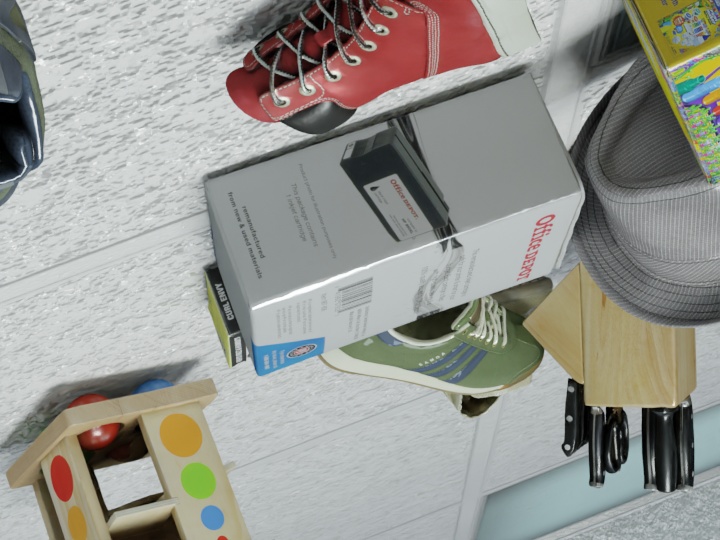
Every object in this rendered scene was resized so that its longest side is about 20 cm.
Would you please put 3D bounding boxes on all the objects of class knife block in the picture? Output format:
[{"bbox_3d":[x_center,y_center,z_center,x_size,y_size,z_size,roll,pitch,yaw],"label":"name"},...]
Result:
[{"bbox_3d":[0.217,0.063,1.300,0.200,0.176,0.064,-49,169,23],"label":"knife block"}]

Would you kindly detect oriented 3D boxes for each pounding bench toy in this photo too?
[{"bbox_3d":[-0.180,0.183,1.297,0.124,0.157,0.200,-10,159,-37],"label":"pounding bench toy"}]

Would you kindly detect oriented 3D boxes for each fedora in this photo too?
[{"bbox_3d":[0.193,-0.071,0.982,0.199,0.177,0.090,-28,151,16],"label":"fedora"}]

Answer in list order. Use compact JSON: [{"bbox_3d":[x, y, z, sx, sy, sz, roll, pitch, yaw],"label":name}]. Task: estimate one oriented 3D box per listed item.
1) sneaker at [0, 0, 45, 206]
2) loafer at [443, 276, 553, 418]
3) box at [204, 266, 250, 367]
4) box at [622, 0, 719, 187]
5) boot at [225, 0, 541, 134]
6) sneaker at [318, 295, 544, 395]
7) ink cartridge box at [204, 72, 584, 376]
[{"bbox_3d":[-0.163,-0.060,0.712,0.074,0.081,0.200,-18,163,-13],"label":"sneaker"},{"bbox_3d":[0.116,0.065,1.459,0.075,0.069,0.200,-16,162,-20],"label":"loafer"},{"bbox_3d":[0.000,0.000,1.149,0.199,0.050,0.075,-19,162,-10],"label":"box"},{"bbox_3d":[0.217,-0.154,0.829,0.192,0.122,0.200,-25,162,10],"label":"box"},{"bbox_3d":[-0.003,-0.113,0.777,0.144,0.073,0.200,-23,167,7],"label":"boot"},{"bbox_3d":[0.069,0.041,1.292,0.199,0.067,0.090,6,149,-31],"label":"sneaker"},{"bbox_3d":[0.018,-0.024,1.040,0.199,0.085,0.145,-19,163,-8],"label":"ink cartridge box"}]
